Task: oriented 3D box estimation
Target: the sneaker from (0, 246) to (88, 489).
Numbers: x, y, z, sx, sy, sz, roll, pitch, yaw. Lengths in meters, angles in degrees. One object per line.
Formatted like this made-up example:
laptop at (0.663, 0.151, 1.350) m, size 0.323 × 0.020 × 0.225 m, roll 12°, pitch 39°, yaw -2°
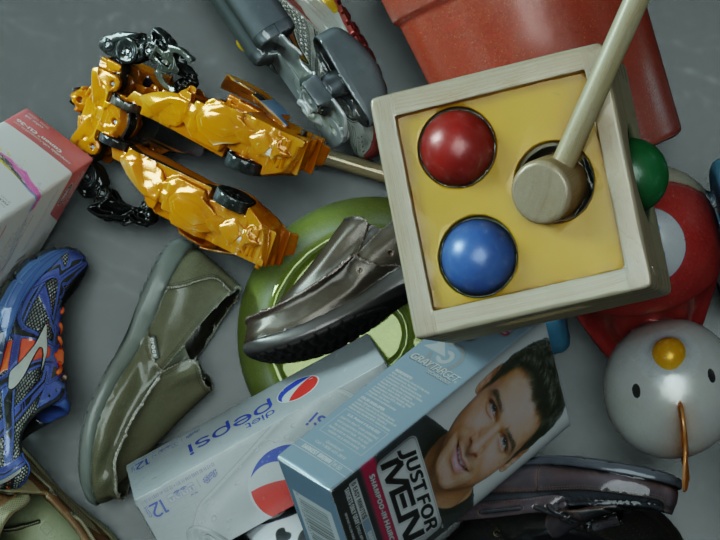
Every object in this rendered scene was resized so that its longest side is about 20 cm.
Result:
sneaker at (-0.237, 0.073, 1.681) m, size 0.078 × 0.075 × 0.201 m, roll 23°, pitch 65°, yaw 0°

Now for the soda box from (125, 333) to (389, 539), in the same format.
soda box at (-0.061, 0.126, 1.646) m, size 0.199 × 0.068 × 0.064 m, roll -29°, pitch 110°, yaw -2°

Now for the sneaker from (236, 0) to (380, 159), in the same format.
sneaker at (-0.041, -0.165, 1.720) m, size 0.082 × 0.078 × 0.201 m, roll -32°, pitch 77°, yaw 6°

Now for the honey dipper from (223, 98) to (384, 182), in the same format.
honey dipper at (-0.012, -0.078, 1.724) m, size 0.198 × 0.038 × 0.038 m, roll 18°, pitch 85°, yaw 1°

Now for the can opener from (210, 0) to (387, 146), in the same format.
can opener at (-0.054, -0.177, 1.668) m, size 0.067 × 0.053 × 0.201 m, roll -30°, pitch 79°, yaw -18°

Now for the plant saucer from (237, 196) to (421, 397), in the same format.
plant saucer at (0.008, 0.046, 1.707) m, size 0.198 × 0.031 × 0.202 m, roll 0°, pitch 88°, yaw 1°

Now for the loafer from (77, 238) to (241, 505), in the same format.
loafer at (-0.143, 0.078, 1.692) m, size 0.069 × 0.075 × 0.201 m, roll 21°, pitch 85°, yaw 8°

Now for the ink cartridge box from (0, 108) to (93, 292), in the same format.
ink cartridge box at (-0.275, -0.026, 1.630) m, size 0.067 × 0.200 × 0.117 m, roll 36°, pitch 115°, yaw 4°

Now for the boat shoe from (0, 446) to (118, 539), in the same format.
boat shoe at (-0.251, 0.167, 1.687) m, size 0.199 × 0.074 × 0.076 m, roll 34°, pitch 86°, yaw 5°

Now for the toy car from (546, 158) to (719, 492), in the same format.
toy car at (0.205, 0.049, 1.606) m, size 0.183 × 0.177 × 0.201 m, roll -13°, pitch 58°, yaw 1°

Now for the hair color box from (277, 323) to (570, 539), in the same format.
hair color box at (0.046, 0.114, 1.588) m, size 0.200 × 0.100 × 0.060 m, roll -38°, pitch 41°, yaw -25°

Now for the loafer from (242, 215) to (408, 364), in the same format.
loafer at (0.000, 0.000, 1.666) m, size 0.199 × 0.073 × 0.071 m, roll -28°, pitch 76°, yaw -4°

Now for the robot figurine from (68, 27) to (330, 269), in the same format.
robot figurine at (-0.125, -0.086, 1.686) m, size 0.199 × 0.058 × 0.146 m, roll 28°, pitch 106°, yaw 26°

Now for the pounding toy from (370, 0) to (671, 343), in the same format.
pounding toy at (0.117, -0.066, 1.502) m, size 0.198 × 0.142 × 0.186 m, roll -13°, pitch 84°, yaw 14°

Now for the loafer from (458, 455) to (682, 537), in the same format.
loafer at (0.126, 0.162, 1.653) m, size 0.198 × 0.072 × 0.064 m, roll 5°, pitch 77°, yaw 21°

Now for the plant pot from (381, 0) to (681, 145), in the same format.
plant pot at (0.123, -0.160, 1.658) m, size 0.199 × 0.201 × 0.197 m, roll -21°, pitch 92°, yaw 0°

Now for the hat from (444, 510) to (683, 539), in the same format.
hat at (0.137, 0.239, 1.656) m, size 0.199 × 0.201 × 0.081 m, roll -11°, pitch 125°, yaw 1°

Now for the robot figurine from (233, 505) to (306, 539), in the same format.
robot figurine at (-0.063, 0.260, 1.646) m, size 0.150 × 0.125 × 0.201 m, roll 35°, pitch 87°, yaw -1°
